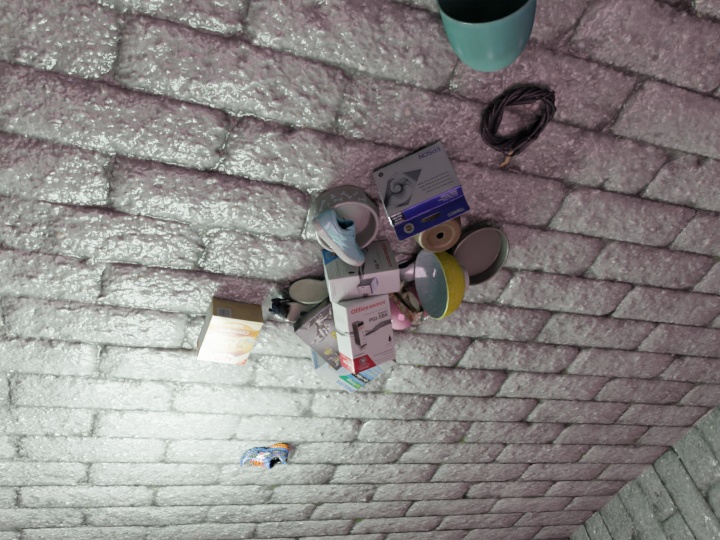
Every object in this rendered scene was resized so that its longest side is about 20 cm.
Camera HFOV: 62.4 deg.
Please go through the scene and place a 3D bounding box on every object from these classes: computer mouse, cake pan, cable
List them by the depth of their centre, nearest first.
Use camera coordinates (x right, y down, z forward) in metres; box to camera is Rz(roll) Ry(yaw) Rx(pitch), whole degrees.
[{"bbox_3d":[0.397,-0.385,1.489,0.162,0.051,0.200,32,121,-30],"label":"cable"},{"bbox_3d":[0.349,-0.047,1.768,0.198,0.037,0.202,-12,126,-17],"label":"cake pan"},{"bbox_3d":[0.187,-0.010,1.781,0.198,0.044,0.110,-23,135,7],"label":"computer mouse"}]

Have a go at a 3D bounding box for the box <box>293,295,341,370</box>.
[{"bbox_3d":[-0.075,0.181,1.739,0.158,0.048,0.200,-37,120,10],"label":"box"}]

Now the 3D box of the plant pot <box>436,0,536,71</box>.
[{"bbox_3d":[0.267,-0.516,1.230,0.198,0.202,0.161,-21,148,6],"label":"plant pot"}]

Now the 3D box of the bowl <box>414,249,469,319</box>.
[{"bbox_3d":[0.243,0.031,1.685,0.106,0.201,0.202,-9,135,-20],"label":"bowl"}]

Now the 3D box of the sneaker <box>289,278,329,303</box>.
[{"bbox_3d":[-0.109,0.062,1.760,0.197,0.076,0.085,-3,170,8],"label":"sneaker"}]

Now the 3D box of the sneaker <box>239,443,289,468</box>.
[{"bbox_3d":[-0.372,0.731,2.307,0.198,0.079,0.076,-14,134,-1],"label":"sneaker"}]

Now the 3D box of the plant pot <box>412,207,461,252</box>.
[{"bbox_3d":[0.187,-0.147,1.562,0.198,0.176,0.202,-7,133,-8],"label":"plant pot"}]

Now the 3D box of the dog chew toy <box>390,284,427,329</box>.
[{"bbox_3d":[0.161,0.101,1.832,0.198,0.125,0.125,-21,135,-6],"label":"dog chew toy"}]

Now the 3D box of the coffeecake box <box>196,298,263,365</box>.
[{"bbox_3d":[-0.396,0.188,1.794,0.152,0.074,0.201,10,130,-24],"label":"coffeecake box"}]

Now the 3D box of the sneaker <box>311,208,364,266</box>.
[{"bbox_3d":[-0.036,-0.085,1.551,0.082,0.074,0.200,-32,133,20],"label":"sneaker"}]

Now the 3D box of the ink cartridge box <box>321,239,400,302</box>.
[{"bbox_3d":[0.000,0.000,1.668,0.197,0.147,0.087,-10,128,-6],"label":"ink cartridge box"}]

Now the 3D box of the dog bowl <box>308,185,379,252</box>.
[{"bbox_3d":[-0.039,-0.130,1.600,0.197,0.059,0.202,-8,133,-8],"label":"dog bowl"}]

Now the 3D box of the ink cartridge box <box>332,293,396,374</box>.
[{"bbox_3d":[0.012,0.167,1.674,0.145,0.083,0.203,-17,109,-27],"label":"ink cartridge box"}]

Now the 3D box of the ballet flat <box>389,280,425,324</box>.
[{"bbox_3d":[0.124,0.069,1.745,0.075,0.200,0.064,-28,158,-36],"label":"ballet flat"}]

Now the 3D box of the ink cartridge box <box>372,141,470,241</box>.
[{"bbox_3d":[0.148,-0.199,1.485,0.198,0.202,0.041,-24,153,8],"label":"ink cartridge box"}]

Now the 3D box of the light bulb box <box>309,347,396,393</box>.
[{"bbox_3d":[-0.027,0.267,1.929,0.199,0.126,0.198,-37,130,18],"label":"light bulb box"}]

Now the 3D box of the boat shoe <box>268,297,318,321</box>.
[{"bbox_3d":[-0.188,0.118,1.796,0.199,0.092,0.076,19,89,-55],"label":"boat shoe"}]
